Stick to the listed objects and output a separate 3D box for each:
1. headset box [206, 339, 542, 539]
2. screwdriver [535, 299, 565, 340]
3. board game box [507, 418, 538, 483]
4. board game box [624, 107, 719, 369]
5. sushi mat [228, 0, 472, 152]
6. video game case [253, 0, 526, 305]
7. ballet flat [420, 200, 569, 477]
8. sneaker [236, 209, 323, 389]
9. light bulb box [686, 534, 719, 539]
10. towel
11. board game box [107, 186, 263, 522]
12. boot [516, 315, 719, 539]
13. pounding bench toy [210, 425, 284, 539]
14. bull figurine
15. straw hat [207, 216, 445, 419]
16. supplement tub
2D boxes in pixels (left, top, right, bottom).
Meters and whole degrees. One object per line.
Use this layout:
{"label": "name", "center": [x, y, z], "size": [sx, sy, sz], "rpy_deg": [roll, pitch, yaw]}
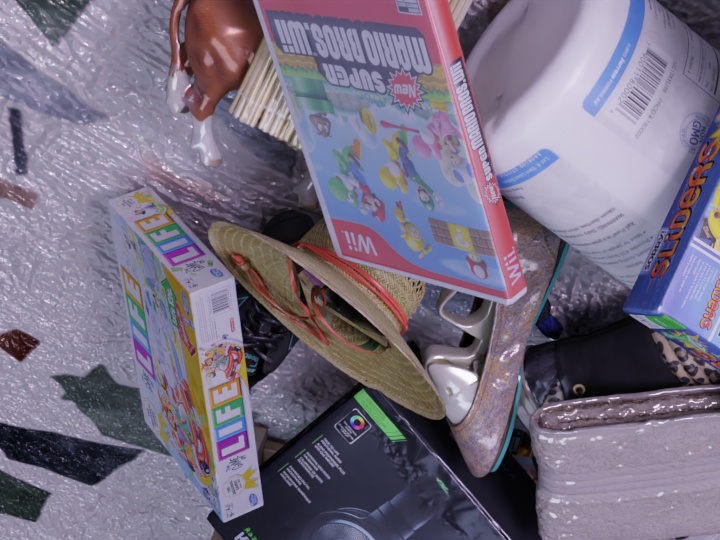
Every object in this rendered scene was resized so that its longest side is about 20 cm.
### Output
{"label": "headset box", "center": [0.022, 0.177, 1.255], "size": [0.200, 0.093, 0.174], "rpy_deg": [-40, 90, 27]}
{"label": "screwdriver", "center": [0.146, 0.052, 1.185], "size": [0.200, 0.028, 0.029], "rpy_deg": [42, 168, -32]}
{"label": "board game box", "center": [0.148, 0.169, 1.336], "size": [0.126, 0.035, 0.200], "rpy_deg": [14, 145, 6]}
{"label": "board game box", "center": [0.232, -0.036, 0.857], "size": [0.135, 0.201, 0.034], "rpy_deg": [31, 170, -19]}
{"label": "sushi mat", "center": [0.004, -0.139, 0.930], "size": [0.095, 0.012, 0.200], "rpy_deg": [26, 124, -4]}
{"label": "video game case", "center": [0.010, -0.083, 0.899], "size": [0.143, 0.017, 0.201], "rpy_deg": [16, 133, 47]}
{"label": "ballet flat", "center": [0.076, 0.042, 1.108], "size": [0.067, 0.068, 0.201], "rpy_deg": [7, 112, -16]}
{"label": "sneaker", "center": [-0.058, 0.030, 1.206], "size": [0.075, 0.079, 0.200], "rpy_deg": [25, 144, -9]}
{"label": "light bulb box", "center": [0.286, 0.292, 1.295], "size": [0.124, 0.199, 0.200], "rpy_deg": [-7, 139, 36]}
{"label": "towel", "center": [0.211, 0.128, 1.111], "size": [0.199, 0.035, 0.133], "rpy_deg": [-7, 135, 3]}
{"label": "board game box", "center": [-0.122, 0.059, 1.197], "size": [0.134, 0.034, 0.201], "rpy_deg": [43, 147, 47]}
{"label": "boot", "center": [0.209, 0.100, 1.157], "size": [0.150, 0.073, 0.200], "rpy_deg": [-29, 115, 35]}
{"label": "pounding bench toy", "center": [-0.036, 0.250, 1.458], "size": [0.155, 0.125, 0.200], "rpy_deg": [14, 146, 6]}
{"label": "bull figurine", "center": [-0.025, -0.100, 1.011], "size": [0.199, 0.065, 0.122], "rpy_deg": [28, 127, -5]}
{"label": "straw hat", "center": [0.000, 0.000, 1.078], "size": [0.201, 0.085, 0.201], "rpy_deg": [38, 166, 11]}
{"label": "supplement tub", "center": [0.156, -0.063, 0.926], "size": [0.200, 0.132, 0.132], "rpy_deg": [35, 143, -21]}
